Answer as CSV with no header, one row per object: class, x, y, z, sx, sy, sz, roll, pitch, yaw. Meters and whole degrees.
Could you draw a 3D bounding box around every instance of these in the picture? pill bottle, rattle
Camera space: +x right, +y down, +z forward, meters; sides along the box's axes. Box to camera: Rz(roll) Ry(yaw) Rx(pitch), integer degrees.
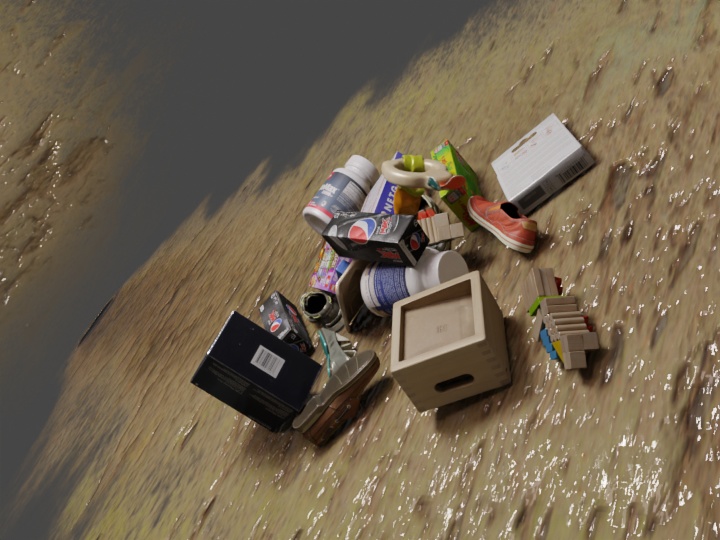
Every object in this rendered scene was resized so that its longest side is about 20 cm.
pill bottle,-0.043,-0.184,1.906,0.201,0.120,0.119,-54,27,-17
pill bottle,0.100,0.021,1.402,0.199,0.111,0.112,-13,41,50
rattle,0.119,-0.134,1.432,0.199,0.129,0.145,34,113,47

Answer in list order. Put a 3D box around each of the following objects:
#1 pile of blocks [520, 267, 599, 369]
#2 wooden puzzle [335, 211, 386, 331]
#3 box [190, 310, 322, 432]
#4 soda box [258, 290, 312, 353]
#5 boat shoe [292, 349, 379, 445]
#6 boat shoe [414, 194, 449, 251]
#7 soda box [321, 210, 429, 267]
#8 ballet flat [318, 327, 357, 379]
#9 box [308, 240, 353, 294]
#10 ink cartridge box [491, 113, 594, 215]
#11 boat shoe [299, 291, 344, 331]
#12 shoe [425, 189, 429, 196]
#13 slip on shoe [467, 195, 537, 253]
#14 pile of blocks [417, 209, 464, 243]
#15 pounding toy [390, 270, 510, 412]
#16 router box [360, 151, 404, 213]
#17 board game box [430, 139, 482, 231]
pile of blocks,0.294,0.076,1.106,0.061,0.083,0.201,-3,39,-9
wooden puzzle,0.000,0.000,1.530,0.046,0.186,0.202,24,68,16
box,-0.202,0.196,1.450,0.105,0.199,0.182,-62,9,-32
soda box,-0.168,0.125,1.685,0.063,0.071,0.200,-44,27,7
boat shoe,-0.030,0.226,1.360,0.200,0.068,0.072,-44,18,9
boat shoe,0.130,-0.090,1.560,0.074,0.068,0.201,-34,31,17
soda box,0.024,-0.060,1.386,0.198,0.071,0.064,8,57,45
ballet flat,-0.039,0.164,1.480,0.063,0.068,0.200,-15,21,-4
box,-0.057,-0.020,1.684,0.200,0.039,0.139,-175,104,-75
ink cartridge box,0.338,-0.203,1.445,0.162,0.057,0.201,-38,18,17
boat shoe,-0.092,0.076,1.674,0.072,0.060,0.201,-49,26,-8
shoe,0.101,-0.121,1.671,0.069,0.053,0.202,-20,36,42
slip on shoe,0.255,-0.096,1.365,0.062,0.073,0.200,-70,26,18
pile of blocks,0.121,-0.078,1.433,0.081,0.063,0.198,-8,-3,-44
pounding toy,0.130,0.123,1.215,0.198,0.143,0.185,-22,33,21
router box,0.041,-0.136,1.708,0.180,0.048,0.202,-52,14,53
board game box,0.198,-0.175,1.543,0.047,0.102,0.201,-36,27,21
